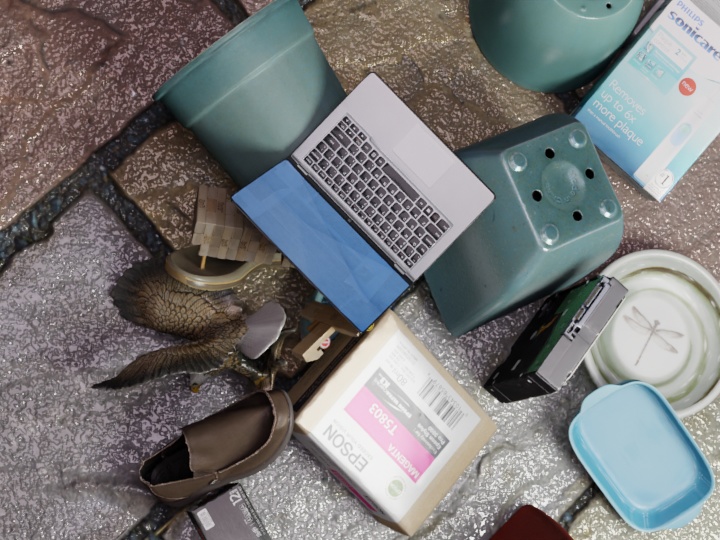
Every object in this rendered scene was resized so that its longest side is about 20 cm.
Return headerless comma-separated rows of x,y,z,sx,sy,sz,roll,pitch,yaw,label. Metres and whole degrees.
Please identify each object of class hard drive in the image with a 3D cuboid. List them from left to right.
0.214,0.079,1.523,0.038,0.200,0.140,38,75,-2,hard drive

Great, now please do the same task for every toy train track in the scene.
0.008,0.033,1.474,0.200,0.114,0.033,-44,120,-20,toy train track

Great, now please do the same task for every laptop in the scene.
0.007,-0.074,1.381,0.187,0.116,0.200,45,90,2,laptop

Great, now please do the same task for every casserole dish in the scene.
0.321,0.208,1.576,0.121,0.039,0.201,-34,104,11,casserole dish

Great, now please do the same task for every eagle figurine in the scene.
-0.179,0.079,1.486,0.198,0.152,0.153,18,98,-13,eagle figurine

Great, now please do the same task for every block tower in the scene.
-0.079,-0.041,1.451,0.197,0.054,0.058,9,50,-12,block tower

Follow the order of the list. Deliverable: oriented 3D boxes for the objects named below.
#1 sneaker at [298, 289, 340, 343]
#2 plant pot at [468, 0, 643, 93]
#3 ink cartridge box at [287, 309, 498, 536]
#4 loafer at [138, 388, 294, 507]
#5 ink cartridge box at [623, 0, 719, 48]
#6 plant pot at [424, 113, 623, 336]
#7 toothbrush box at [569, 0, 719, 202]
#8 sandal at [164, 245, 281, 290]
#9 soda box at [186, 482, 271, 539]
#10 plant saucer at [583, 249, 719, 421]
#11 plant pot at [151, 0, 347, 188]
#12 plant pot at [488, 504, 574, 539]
0.000,0.000,1.554,0.073,0.082,0.202,28,77,-6,sneaker
0.244,-0.329,1.616,0.198,0.161,0.203,2,80,-11,plant pot
0.030,0.164,1.511,0.200,0.075,0.165,46,74,-20,ink cartridge box
-0.155,0.190,1.448,0.199,0.071,0.074,-37,58,19,loafer
0.446,-0.302,1.710,0.162,0.057,0.200,42,72,-2,ink cartridge box
0.181,-0.067,1.524,0.194,0.200,0.198,-22,86,-25,plant pot
0.360,-0.204,1.628,0.146,0.085,0.200,41,94,-2,toothbrush box
-0.135,-0.028,1.499,0.199,0.080,0.055,-19,127,-45,sandal
-0.112,0.332,1.483,0.063,0.071,0.202,-28,87,-15,soda box
0.346,0.078,1.626,0.197,0.050,0.203,2,80,-11,plant saucer
-0.095,-0.170,1.517,0.200,0.200,0.197,-37,98,-14,plant pot
0.204,0.392,1.483,0.200,0.176,0.200,-41,90,-15,plant pot
